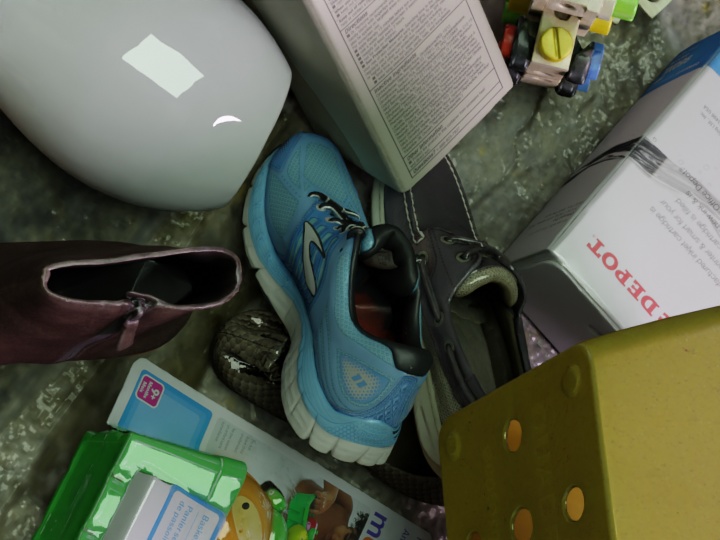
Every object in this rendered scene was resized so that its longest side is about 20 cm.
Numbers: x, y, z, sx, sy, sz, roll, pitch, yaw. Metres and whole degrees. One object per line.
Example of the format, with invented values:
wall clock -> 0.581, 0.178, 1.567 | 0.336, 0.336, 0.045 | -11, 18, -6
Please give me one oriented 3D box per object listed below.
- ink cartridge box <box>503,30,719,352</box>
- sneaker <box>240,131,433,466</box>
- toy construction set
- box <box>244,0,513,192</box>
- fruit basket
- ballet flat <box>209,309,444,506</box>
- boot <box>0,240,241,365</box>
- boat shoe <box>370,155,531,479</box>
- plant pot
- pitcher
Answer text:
ink cartridge box -> 0.193, -0.021, 1.116 | 0.145, 0.084, 0.200 | 47, 68, -9
sneaker -> 0.000, 0.000, 0.997 | 0.078, 0.090, 0.201 | 14, 42, -33
toy construction set -> 0.122, -0.166, 1.072 | 0.092, 0.200, 0.132 | 13, 89, 16
box -> -0.002, -0.145, 0.994 | 0.095, 0.078, 0.200 | -43, 138, -15
fruit basket -> -0.070, 0.171, 0.972 | 0.199, 0.094, 0.186 | 33, 71, -18
ballet flat -> 0.012, 0.074, 1.045 | 0.199, 0.046, 0.068 | 28, 71, -16
boot -> -0.170, 0.009, 0.914 | 0.199, 0.166, 0.073 | -1, 82, -23
boat shoe -> 0.056, 0.015, 1.040 | 0.072, 0.065, 0.201 | 12, 58, -38
plant pot -> 0.146, 0.122, 0.900 | 0.175, 0.200, 0.201 | 6, 67, -27
pitcher -> -0.133, -0.131, 0.990 | 0.199, 0.121, 0.172 | 28, 50, -12
